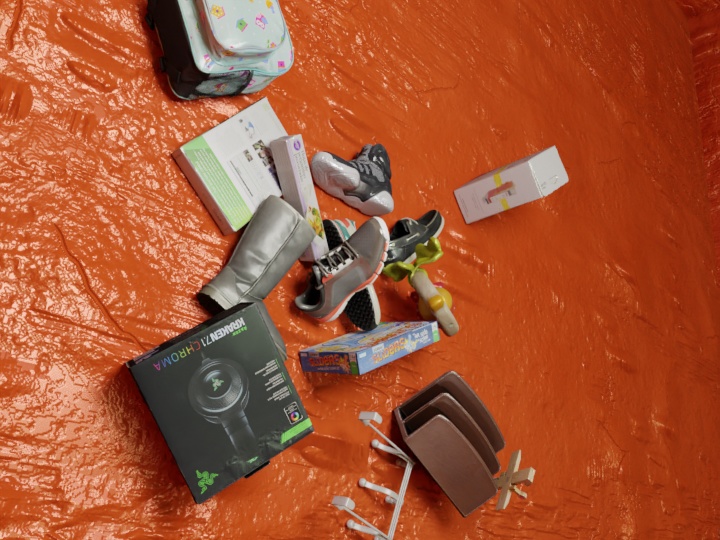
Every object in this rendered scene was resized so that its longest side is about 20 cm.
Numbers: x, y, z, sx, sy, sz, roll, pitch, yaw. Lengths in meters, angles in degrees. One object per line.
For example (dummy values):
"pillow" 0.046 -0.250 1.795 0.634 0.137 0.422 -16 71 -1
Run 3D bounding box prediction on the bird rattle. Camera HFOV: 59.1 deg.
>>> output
"bird rattle" 0.120 0.054 1.127 0.164 0.111 0.202 -118 -176 -49

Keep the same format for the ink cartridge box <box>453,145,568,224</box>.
"ink cartridge box" 0.326 -0.186 1.380 0.144 0.198 0.085 -31 100 -45

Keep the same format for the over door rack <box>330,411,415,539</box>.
"over door rack" 0.016 0.331 1.010 0.201 0.066 0.149 58 42 -44

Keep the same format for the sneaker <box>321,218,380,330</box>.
"sneaker" 0.000 0.000 1.087 0.093 0.070 0.202 -16 79 -49

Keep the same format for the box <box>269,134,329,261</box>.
"box" -0.096 -0.114 1.019 0.039 0.041 0.203 -35 119 -46

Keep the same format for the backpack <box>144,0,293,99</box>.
"backpack" -0.195 -0.360 0.957 0.199 0.152 0.179 -14 83 -52

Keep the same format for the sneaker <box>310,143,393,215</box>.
"sneaker" -0.011 -0.185 1.141 0.199 0.075 0.116 30 58 -42

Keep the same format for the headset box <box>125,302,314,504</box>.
"headset box" -0.178 0.169 0.821 0.172 0.092 0.203 -26 98 -22

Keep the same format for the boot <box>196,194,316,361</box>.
"boot" -0.130 0.014 0.957 0.182 0.072 0.201 51 51 -23

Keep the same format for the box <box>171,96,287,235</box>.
"box" -0.180 -0.167 0.995 0.200 0.036 0.146 -46 111 -43

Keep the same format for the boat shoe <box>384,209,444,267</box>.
"boat shoe" 0.097 -0.072 1.213 0.200 0.071 0.068 -41 111 -41

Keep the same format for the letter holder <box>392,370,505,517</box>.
"letter holder" 0.174 0.298 1.113 0.201 0.141 0.101 53 5 -19

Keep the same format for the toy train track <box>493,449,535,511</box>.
"toy train track" 0.249 0.391 1.140 0.032 0.200 0.115 37 52 -8

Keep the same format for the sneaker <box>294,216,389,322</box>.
"sneaker" -0.032 -0.001 0.987 0.081 0.201 0.077 17 25 -45

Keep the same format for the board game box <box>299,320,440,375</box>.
"board game box" 0.018 0.122 1.033 0.198 0.134 0.035 -15 97 -46
